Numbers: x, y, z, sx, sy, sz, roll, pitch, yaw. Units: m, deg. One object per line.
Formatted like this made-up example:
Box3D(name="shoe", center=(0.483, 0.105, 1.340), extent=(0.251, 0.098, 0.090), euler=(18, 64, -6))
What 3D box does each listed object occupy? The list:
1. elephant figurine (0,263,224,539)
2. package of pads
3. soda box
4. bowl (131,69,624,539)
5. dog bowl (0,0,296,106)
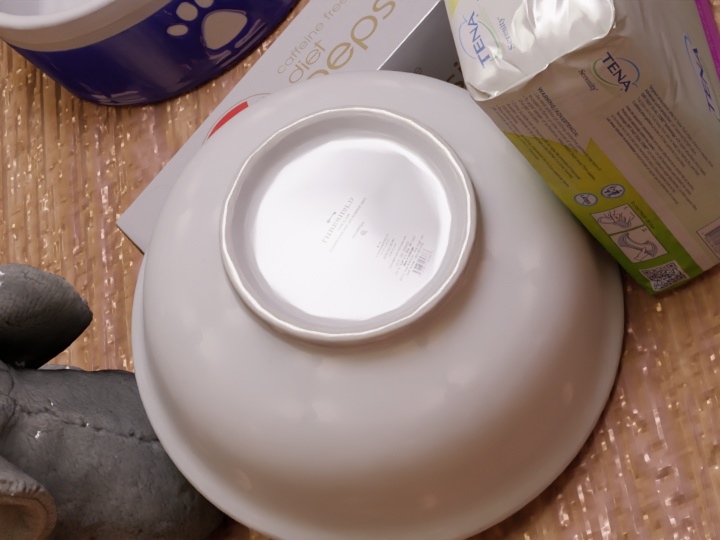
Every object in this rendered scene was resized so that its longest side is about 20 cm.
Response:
Box3D(name="elephant figurine", center=(-0.159, 0.068, 0.870), extent=(0.155, 0.200, 0.141), euler=(-47, 44, 1))
Box3D(name="package of pads", center=(0.085, -0.112, 0.837), extent=(0.068, 0.154, 0.201), euler=(-27, 49, 20))
Box3D(name="soda box", center=(-0.011, -0.065, 0.944), extent=(0.200, 0.064, 0.068), euler=(-49, 45, 1))
Box3D(name="bowl", center=(0.000, 0.000, 0.819), extent=(0.200, 0.090, 0.202), euler=(-3, 66, 7))
Box3D(name="dog bowl", center=(-0.109, -0.186, 1.087), extent=(0.199, 0.079, 0.201), euler=(-20, 52, 27))
